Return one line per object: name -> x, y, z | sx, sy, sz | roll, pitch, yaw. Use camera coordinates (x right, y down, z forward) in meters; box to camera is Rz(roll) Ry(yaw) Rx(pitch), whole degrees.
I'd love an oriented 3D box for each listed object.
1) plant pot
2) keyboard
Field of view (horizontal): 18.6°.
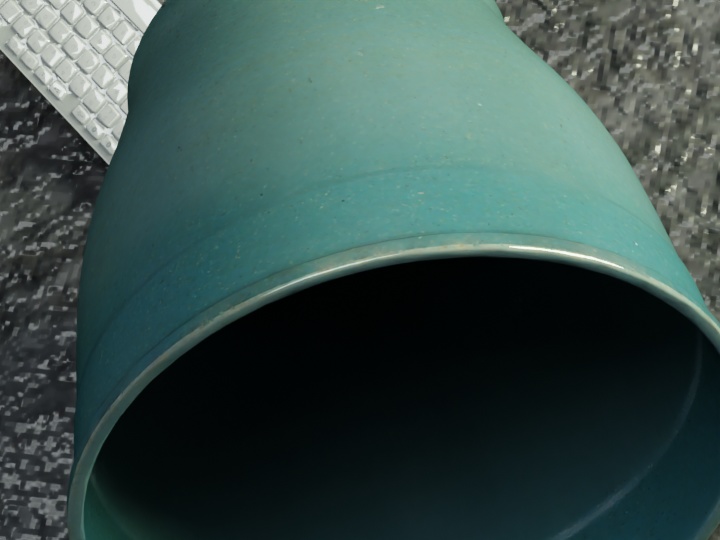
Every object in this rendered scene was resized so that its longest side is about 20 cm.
plant pot -> 0.000, 0.000, 0.695 | 0.200, 0.200, 0.188 | -19, 46, 5
keyboard -> -0.123, -0.109, 0.847 | 0.056, 0.011, 0.200 | -47, 73, 8
